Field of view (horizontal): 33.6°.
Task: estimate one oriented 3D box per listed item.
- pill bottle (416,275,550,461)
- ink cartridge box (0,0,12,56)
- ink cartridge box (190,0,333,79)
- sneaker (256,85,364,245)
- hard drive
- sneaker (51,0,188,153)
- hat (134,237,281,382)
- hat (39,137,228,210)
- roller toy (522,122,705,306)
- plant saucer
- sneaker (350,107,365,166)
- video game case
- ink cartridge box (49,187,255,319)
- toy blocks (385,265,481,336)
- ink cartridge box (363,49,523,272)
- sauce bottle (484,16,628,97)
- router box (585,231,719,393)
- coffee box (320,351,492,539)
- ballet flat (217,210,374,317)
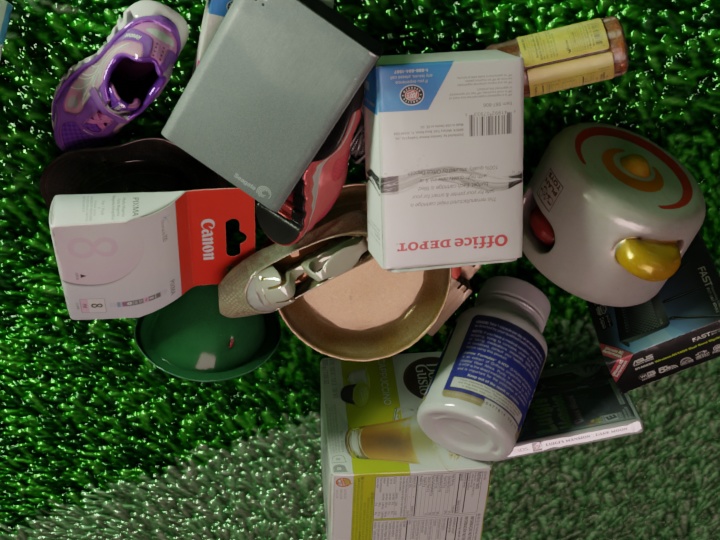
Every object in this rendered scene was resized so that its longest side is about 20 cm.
[{"bbox_3d":[0.154,0.111,1.413,0.119,0.200,0.120,19,150,12],"label":"pill bottle"},{"bbox_3d":[-0.450,-0.184,1.125,0.146,0.147,0.200,30,123,-30],"label":"ink cartridge box"},{"bbox_3d":[-0.106,-0.210,1.192,0.116,0.067,0.200,9,130,-14],"label":"ink cartridge box"},{"bbox_3d":[-0.043,-0.123,1.214,0.074,0.087,0.201,35,121,17],"label":"sneaker"},{"bbox_3d":[-0.086,-0.169,1.131,0.139,0.033,0.200,34,122,-3],"label":"hard drive"},{"bbox_3d":[-0.248,-0.176,1.194,0.080,0.089,0.200,27,126,-30],"label":"sneaker"},{"bbox_3d":[-0.158,-0.003,1.328,0.165,0.200,0.177,18,127,10],"label":"hat"},{"bbox_3d":[-0.240,-0.058,1.271,0.200,0.081,0.201,-4,153,-2],"label":"hat"},{"bbox_3d":[0.268,-0.066,1.284,0.182,0.200,0.140,31,128,10],"label":"roller toy"},{"bbox_3d":[0.000,0.000,1.318,0.199,0.035,0.201,-1,103,-3],"label":"plant saucer"},{"bbox_3d":[0.035,-0.119,1.258,0.199,0.116,0.075,14,129,-19],"label":"sneaker"},{"bbox_3d":[0.245,0.170,1.497,0.181,0.200,0.023,-12,107,5],"label":"video game case"},{"bbox_3d":[-0.208,-0.015,1.229,0.199,0.057,0.163,1,142,-4],"label":"ink cartridge box"},{"bbox_3d":[0.065,-0.021,1.376,0.200,0.100,0.137,32,110,-22],"label":"toy blocks"},{"bbox_3d":[0.080,-0.109,1.171,0.144,0.084,0.201,-5,107,-10],"label":"ink cartridge box"},{"bbox_3d":[0.171,-0.211,1.226,0.199,0.066,0.066,-10,133,5],"label":"sauce bottle"},{"bbox_3d":[0.336,0.027,1.365,0.149,0.200,0.062,-23,132,14],"label":"router box"},{"bbox_3d":[0.051,0.244,1.534,0.197,0.200,0.200,-2,131,-5],"label":"coffee box"},{"bbox_3d":[-0.066,-0.001,1.260,0.200,0.062,0.068,-31,120,5],"label":"ballet flat"}]
